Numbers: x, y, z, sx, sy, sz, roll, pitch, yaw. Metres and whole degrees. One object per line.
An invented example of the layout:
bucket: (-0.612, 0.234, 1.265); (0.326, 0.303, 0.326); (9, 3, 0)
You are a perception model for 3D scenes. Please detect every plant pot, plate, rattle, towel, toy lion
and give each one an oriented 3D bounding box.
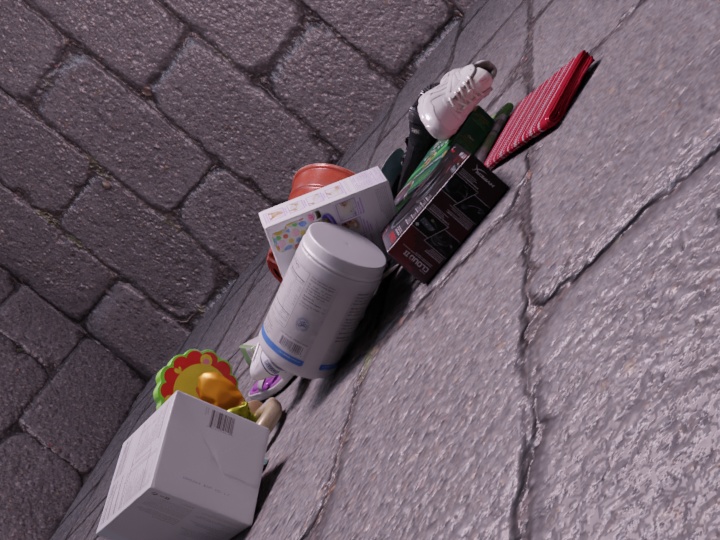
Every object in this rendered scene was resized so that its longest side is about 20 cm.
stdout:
plant pot: (-0.077, -0.066, 1.999); (0.201, 0.200, 0.196); (-38, 23, 53)
plate: (0.052, -0.122, 1.875); (0.200, 0.025, 0.201); (20, -90, -76)
rattle: (-0.202, 0.240, 1.599); (0.130, 0.143, 0.200); (-27, 12, 21)
towel: (0.181, -0.182, 1.705); (0.149, 0.031, 0.200); (-38, 14, 46)
towel: (0.259, -0.230, 1.520); (0.145, 0.022, 0.200); (-58, 10, -24)
toy lion: (-0.268, 0.239, 1.716); (0.201, 0.191, 0.069); (-57, 11, -30)

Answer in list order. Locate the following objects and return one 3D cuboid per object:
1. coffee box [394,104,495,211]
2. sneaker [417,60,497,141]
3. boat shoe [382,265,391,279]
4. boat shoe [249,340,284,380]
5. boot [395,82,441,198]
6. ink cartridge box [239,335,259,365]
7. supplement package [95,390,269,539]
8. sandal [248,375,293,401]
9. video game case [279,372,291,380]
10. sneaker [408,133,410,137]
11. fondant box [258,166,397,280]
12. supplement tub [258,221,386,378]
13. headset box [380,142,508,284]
coffee box: (0.130, -0.170, 1.658); (0.200, 0.044, 0.123); (-54, 11, -34)
sneaker: (0.159, -0.281, 1.636); (0.099, 0.078, 0.200); (-29, 21, 42)
boat shoe: (0.000, 0.000, 1.665); (0.200, 0.060, 0.072); (-44, 16, -27)
boat shoe: (-0.132, 0.103, 1.698); (0.065, 0.074, 0.200); (-30, 17, 34)
boot: (0.118, -0.213, 1.819); (0.165, 0.065, 0.201); (-43, -33, -46)
ink cartridge box: (-0.127, 0.115, 1.963); (0.199, 0.048, 0.145); (-28, 4, -15)
supplement package: (-0.249, 0.296, 1.445); (0.200, 0.151, 0.151); (-42, 30, 44)
sandal: (-0.156, 0.182, 1.836); (0.203, 0.050, 0.083); (-40, 15, 47)
video game case: (-0.054, 0.082, 1.742); (0.182, 0.024, 0.200); (-39, 14, 21)
sneaker: (0.144, -0.236, 1.959); (0.085, 0.078, 0.200); (-39, 23, 23)
fondant box: (-0.038, -0.055, 1.578); (0.199, 0.145, 0.058); (-22, 34, -6)
supplement tub: (-0.057, 0.046, 1.519); (0.132, 0.131, 0.201); (-76, 12, -68)
headset box: (0.110, -0.078, 1.486); (0.200, 0.077, 0.149); (-48, 10, 9)
